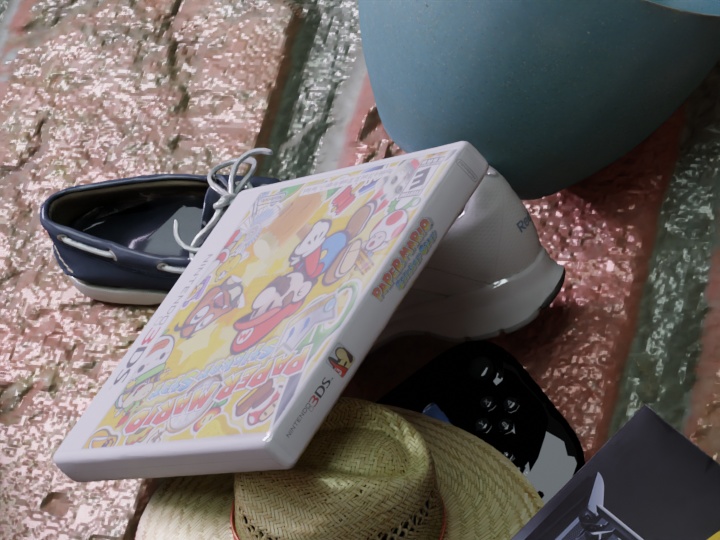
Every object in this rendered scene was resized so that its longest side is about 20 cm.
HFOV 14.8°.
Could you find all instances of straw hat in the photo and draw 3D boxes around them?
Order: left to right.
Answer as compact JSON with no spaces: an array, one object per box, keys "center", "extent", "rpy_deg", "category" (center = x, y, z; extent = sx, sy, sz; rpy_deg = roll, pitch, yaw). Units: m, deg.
[{"center":[-0.011,0.104,1.275],"extent":[0.201,0.085,0.201],"rpy_deg":[-2,47,2],"category":"straw hat"}]

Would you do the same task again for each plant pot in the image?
[{"center":[0.079,-0.116,1.413],"extent":[0.200,0.200,0.135],"rpy_deg":[39,114,36],"category":"plant pot"}]

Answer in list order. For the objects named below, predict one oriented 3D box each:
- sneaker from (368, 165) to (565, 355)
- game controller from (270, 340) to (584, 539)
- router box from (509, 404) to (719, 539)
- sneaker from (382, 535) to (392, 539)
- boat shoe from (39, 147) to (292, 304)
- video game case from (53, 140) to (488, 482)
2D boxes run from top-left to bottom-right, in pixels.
[{"center":[0.000,0.000,1.402],"extent":[0.200,0.087,0.075],"rpy_deg":[-17,21,14],"category":"sneaker"},{"center":[0.012,0.122,1.359],"extent":[0.200,0.042,0.104],"rpy_deg":[-37,52,-2],"category":"game controller"},{"center":[0.112,0.178,1.178],"extent":[0.200,0.052,0.157],"rpy_deg":[-44,54,-8],"category":"router box"},{"center":[-0.008,0.208,1.274],"extent":[0.070,0.076,0.200],"rpy_deg":[-1,68,11],"category":"sneaker"},{"center":[-0.076,-0.024,1.477],"extent":[0.200,0.062,0.075],"rpy_deg":[3,58,24],"category":"boat shoe"},{"center":[-0.046,0.022,1.316],"extent":[0.200,0.023,0.182],"rpy_deg":[-9,42,55],"category":"video game case"}]
